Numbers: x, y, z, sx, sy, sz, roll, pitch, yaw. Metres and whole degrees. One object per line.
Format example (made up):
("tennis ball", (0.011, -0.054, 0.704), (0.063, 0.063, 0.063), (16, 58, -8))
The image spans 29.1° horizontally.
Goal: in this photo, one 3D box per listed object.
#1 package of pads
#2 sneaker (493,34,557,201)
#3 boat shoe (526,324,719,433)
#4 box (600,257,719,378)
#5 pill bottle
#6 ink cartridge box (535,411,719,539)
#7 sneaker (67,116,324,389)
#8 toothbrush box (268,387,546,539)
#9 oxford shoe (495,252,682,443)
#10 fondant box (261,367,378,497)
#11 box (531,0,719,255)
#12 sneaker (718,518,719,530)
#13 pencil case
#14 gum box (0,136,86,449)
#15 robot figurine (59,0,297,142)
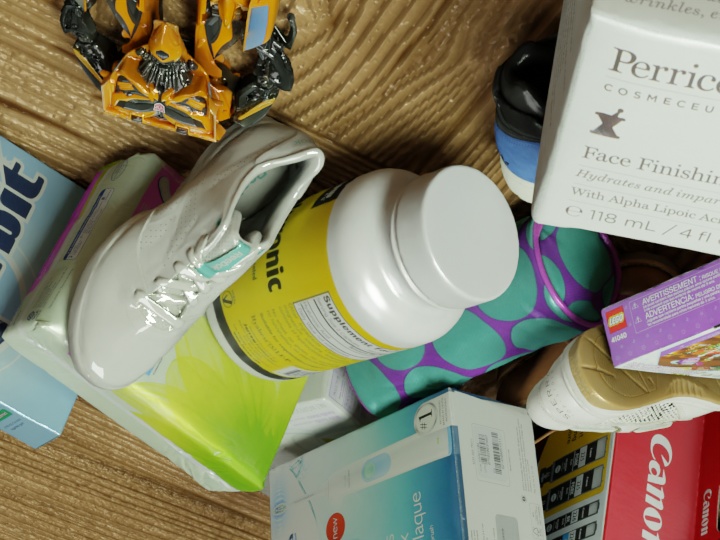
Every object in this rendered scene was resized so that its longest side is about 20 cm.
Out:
("package of pads", (-0.121, 0.034, 0.939), (0.068, 0.155, 0.200), (-14, 132, 46))
("sneaker", (0.169, -0.081, 0.752), (0.199, 0.077, 0.111), (8, 152, 19))
("boat shoe", (0.177, 0.067, 0.881), (0.199, 0.071, 0.069), (1, 151, -44))
("box", (0.257, 0.026, 0.827), (0.199, 0.039, 0.136), (9, 153, -44))
("pill bottle", (0.000, 0.000, 0.872), (0.111, 0.112, 0.199), (39, 144, -28))
("ink cartridge box", (0.177, 0.169, 0.968), (0.084, 0.201, 0.175), (30, 140, -18))
("sneaker", (-0.097, -0.010, 0.834), (0.075, 0.200, 0.088), (42, 170, -31))
("toothbrush box", (0.028, 0.186, 0.963), (0.085, 0.147, 0.200), (17, 148, -36))
("oxford shoe", (0.156, 0.062, 0.951), (0.071, 0.072, 0.200), (25, 137, -9))
("fondant box", (-0.026, 0.134, 1.092), (0.144, 0.059, 0.200), (-15, 141, 31))
("box", (0.191, -0.114, 0.618), (0.197, 0.201, 0.131), (11, 142, 4))
("sneaker", (0.345, 0.243, 1.116), (0.199, 0.077, 0.111), (6, 177, -28))
("pencil case", (0.080, 0.034, 0.928), (0.092, 0.085, 0.200), (46, 135, -12))
("gum box", (-0.257, -0.006, 0.916), (0.199, 0.171, 0.044), (34, 145, -22))
("robot figurine", (-0.106, -0.150, 0.783), (0.144, 0.058, 0.201), (14, 141, 2))
